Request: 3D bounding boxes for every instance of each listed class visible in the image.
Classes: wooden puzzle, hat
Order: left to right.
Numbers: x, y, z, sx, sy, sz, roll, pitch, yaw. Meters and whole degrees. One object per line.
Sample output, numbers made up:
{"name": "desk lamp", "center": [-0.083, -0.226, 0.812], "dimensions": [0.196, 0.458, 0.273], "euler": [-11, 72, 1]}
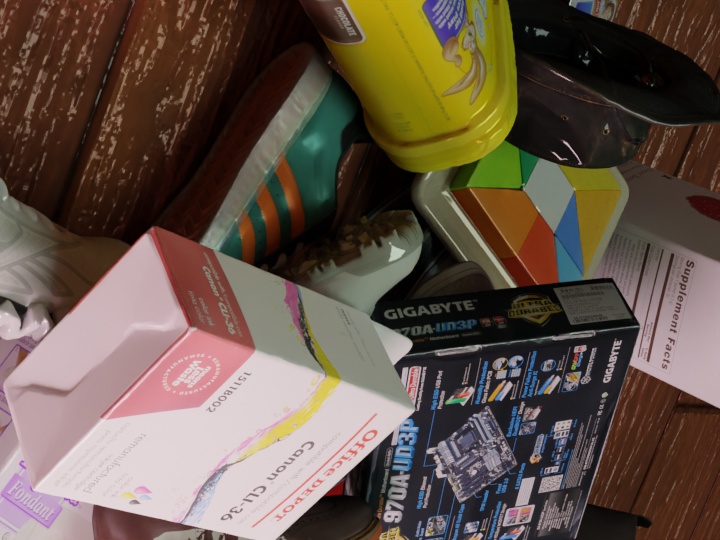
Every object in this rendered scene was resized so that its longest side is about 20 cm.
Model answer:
{"name": "wooden puzzle", "center": [0.123, -0.054, 1.013], "dimensions": [0.200, 0.037, 0.186], "euler": [55, 49, -32]}
{"name": "hat", "center": [0.131, -0.116, 0.944], "dimensions": [0.200, 0.200, 0.081], "euler": [-15, 137, -50]}

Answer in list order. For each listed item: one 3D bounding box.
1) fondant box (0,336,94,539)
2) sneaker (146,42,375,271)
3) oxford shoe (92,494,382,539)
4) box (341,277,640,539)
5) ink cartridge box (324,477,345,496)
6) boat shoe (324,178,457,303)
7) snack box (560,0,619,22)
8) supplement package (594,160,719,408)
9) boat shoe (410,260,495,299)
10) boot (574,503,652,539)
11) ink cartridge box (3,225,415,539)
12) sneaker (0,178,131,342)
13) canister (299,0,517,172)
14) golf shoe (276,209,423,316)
{"name": "fondant box", "center": [-0.188, 0.146, 0.772], "dimensions": [0.201, 0.058, 0.144], "euler": [-56, 147, -15]}
{"name": "sneaker", "center": [-0.058, -0.025, 0.809], "dimensions": [0.080, 0.071, 0.201], "euler": [41, 74, -29]}
{"name": "oxford shoe", "center": [-0.061, 0.132, 0.815], "dimensions": [0.199, 0.071, 0.073], "euler": [4, 80, -49]}
{"name": "box", "center": [0.074, 0.100, 0.904], "dimensions": [0.158, 0.046, 0.201], "euler": [-6, 132, -15]}
{"name": "ink cartridge box", "center": [-0.101, 0.230, 0.932], "dimensions": [0.175, 0.084, 0.201], "euler": [-29, 133, -42]}
{"name": "boat shoe", "center": [0.000, 0.000, 0.947], "dimensions": [0.200, 0.072, 0.071], "euler": [-46, 137, -44]}
{"name": "snack box", "center": [0.147, -0.118, 1.105], "dimensions": [0.072, 0.024, 0.201], "euler": [-15, 124, -48]}
{"name": "supplement package", "center": [0.254, 0.006, 1.182], "dimensions": [0.121, 0.199, 0.121], "euler": [-25, 132, -46]}
{"name": "boat shoe", "center": [0.074, 0.077, 0.958], "dimensions": [0.074, 0.065, 0.203], "euler": [-26, 137, -19]}
{"name": "boot", "center": [0.130, 0.246, 1.082], "dimensions": [0.078, 0.137, 0.201], "euler": [83, 24, -60]}
{"name": "ink cartridge box", "center": [-0.057, 0.066, 0.717], "dimensions": [0.116, 0.068, 0.199], "euler": [-44, 141, 20]}
{"name": "sneaker", "center": [-0.173, -0.010, 0.679], "dimensions": [0.199, 0.075, 0.082], "euler": [-2, 105, -55]}
{"name": "canister", "center": [0.013, -0.169, 0.778], "dimensions": [0.200, 0.086, 0.149], "euler": [54, 29, -52]}
{"name": "golf shoe", "center": [-0.018, 0.038, 0.821], "dimensions": [0.200, 0.097, 0.078], "euler": [-36, -178, 45]}
